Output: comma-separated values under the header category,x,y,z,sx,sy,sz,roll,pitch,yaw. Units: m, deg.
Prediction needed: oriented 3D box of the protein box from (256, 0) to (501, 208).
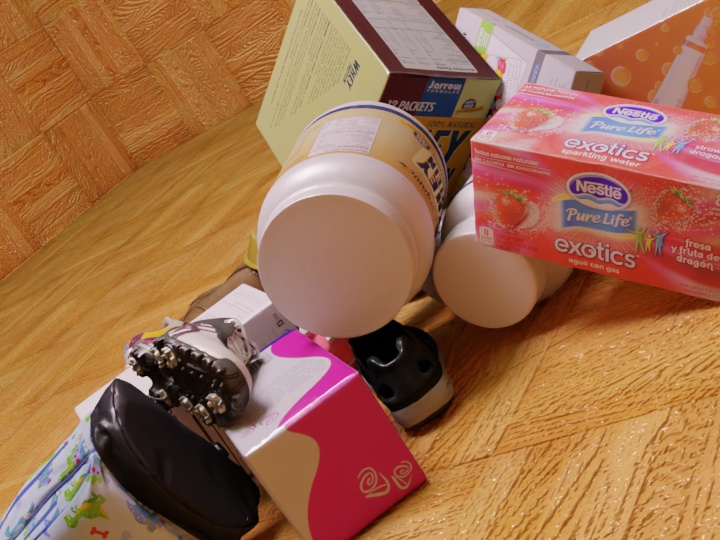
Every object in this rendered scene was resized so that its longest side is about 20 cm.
category,x,y,z,sx,sy,sz,roll,pitch,yaw
protein box,0.012,-0.172,1.331,0.134,0.199,0.200,-2,41,-31

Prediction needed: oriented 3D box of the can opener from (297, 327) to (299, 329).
category,x,y,z,sx,sy,sz,roll,pitch,yaw
can opener,-0.098,0.074,1.406,0.200,0.053,0.066,-41,51,-20

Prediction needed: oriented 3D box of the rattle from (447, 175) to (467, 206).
category,x,y,z,sx,sy,sz,roll,pitch,yaw
rattle,0.119,-0.111,1.394,0.143,0.131,0.200,-39,22,-31

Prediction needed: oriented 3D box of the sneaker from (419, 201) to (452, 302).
category,x,y,z,sx,sy,sz,roll,pitch,yaw
sneaker,0.068,-0.007,1.252,0.115,0.075,0.200,-27,11,27

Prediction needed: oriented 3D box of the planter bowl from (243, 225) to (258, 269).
category,x,y,z,sx,sy,sz,roll,pitch,yaw
planter bowl,-0.051,-0.071,1.546,0.199,0.084,0.200,-10,18,3

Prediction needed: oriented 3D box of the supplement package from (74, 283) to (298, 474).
category,x,y,z,sx,sy,sz,roll,pitch,yaw
supplement package,-0.139,0.122,1.171,0.200,0.120,0.121,-36,16,-12

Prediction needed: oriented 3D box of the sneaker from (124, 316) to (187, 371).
category,x,y,z,sx,sy,sz,roll,pitch,yaw
sneaker,-0.232,0.122,1.393,0.200,0.090,0.075,-43,-20,-54

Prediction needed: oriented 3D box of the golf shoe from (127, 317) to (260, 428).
category,x,y,z,sx,sy,sz,roll,pitch,yaw
golf shoe,-0.119,0.066,1.009,0.088,0.077,0.200,-33,14,-20

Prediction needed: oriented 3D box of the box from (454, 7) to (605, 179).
category,x,y,z,sx,sy,sz,roll,pitch,yaw
box,0.147,-0.156,1.278,0.041,0.157,0.200,-1,28,-31

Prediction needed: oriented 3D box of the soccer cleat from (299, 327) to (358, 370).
category,x,y,z,sx,sy,sz,roll,pitch,yaw
soccer cleat,0.000,0.000,1.218,0.066,0.076,0.201,8,67,30

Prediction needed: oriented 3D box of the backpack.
category,x,y,z,sx,sy,sz,roll,pitch,yaw
backpack,-0.198,0.209,0.968,0.200,0.163,0.154,-34,28,22

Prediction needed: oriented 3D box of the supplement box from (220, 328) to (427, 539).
category,x,y,z,sx,sy,sz,roll,pitch,yaw
supplement box,-0.042,0.126,0.993,0.101,0.104,0.200,-35,13,-9

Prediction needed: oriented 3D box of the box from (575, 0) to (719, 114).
category,x,y,z,sx,sy,sz,roll,pitch,yaw
box,0.322,-0.201,1.225,0.200,0.125,0.098,-23,18,35

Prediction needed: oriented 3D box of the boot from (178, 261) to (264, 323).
category,x,y,z,sx,sy,sz,roll,pitch,yaw
boot,-0.190,0.084,1.531,0.175,0.066,0.200,-33,12,41

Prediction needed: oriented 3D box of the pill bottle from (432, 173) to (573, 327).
category,x,y,z,sx,sy,sz,roll,pitch,yaw
pill bottle,0.137,-0.040,1.111,0.119,0.120,0.200,-22,18,36

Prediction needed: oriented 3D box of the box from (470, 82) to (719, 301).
category,x,y,z,sx,sy,sz,roll,pitch,yaw
box,0.192,-0.062,0.950,0.199,0.095,0.103,15,40,28

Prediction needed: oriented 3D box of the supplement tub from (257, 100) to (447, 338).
category,x,y,z,sx,sy,sz,roll,pitch,yaw
supplement tub,-0.005,-0.044,1.064,0.144,0.145,0.200,-28,19,20

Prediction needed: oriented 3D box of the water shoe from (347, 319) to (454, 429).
category,x,y,z,sx,sy,sz,roll,pitch,yaw
water shoe,0.029,0.065,1.081,0.071,0.079,0.200,-34,15,-4
